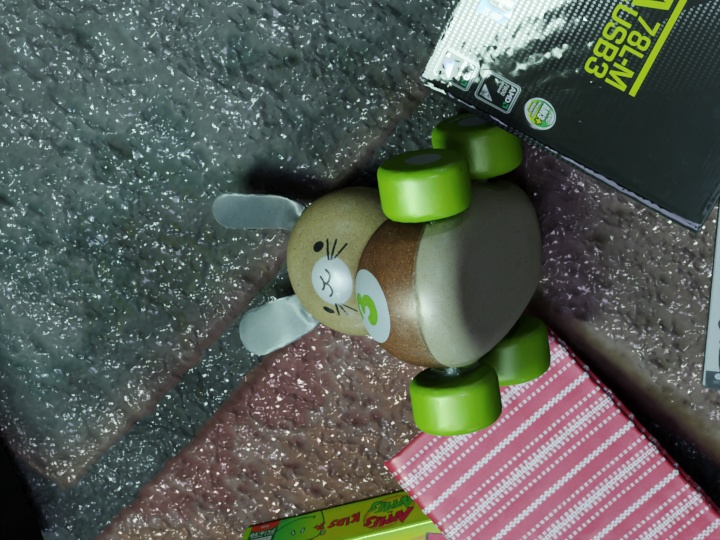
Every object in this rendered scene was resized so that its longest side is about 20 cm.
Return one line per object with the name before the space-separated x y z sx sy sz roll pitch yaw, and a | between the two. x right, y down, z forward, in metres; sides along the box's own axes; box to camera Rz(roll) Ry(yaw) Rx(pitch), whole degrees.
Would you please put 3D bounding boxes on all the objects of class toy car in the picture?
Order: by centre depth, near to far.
toy car | 0.000 0.000 1.673 0.199 0.158 0.165 0 109 27

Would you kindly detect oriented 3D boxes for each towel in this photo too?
towel | 0.132 0.150 1.755 0.145 0.022 0.200 -42 97 7

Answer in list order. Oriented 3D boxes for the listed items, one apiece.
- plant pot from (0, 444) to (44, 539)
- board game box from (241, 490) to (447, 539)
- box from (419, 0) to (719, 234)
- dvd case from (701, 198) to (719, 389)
plant pot | -0.350 0.149 1.817 0.199 0.200 0.178 -5 109 16
board game box | 0.025 0.205 1.839 0.199 0.048 0.102 -15 116 21
box | 0.160 -0.150 1.582 0.193 0.048 0.200 30 121 4
dvd case | 0.291 -0.008 1.663 0.150 0.025 0.201 7 121 9
